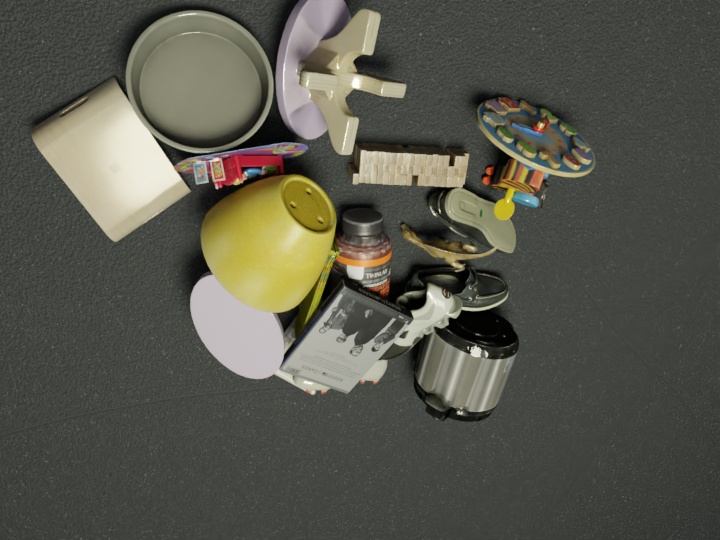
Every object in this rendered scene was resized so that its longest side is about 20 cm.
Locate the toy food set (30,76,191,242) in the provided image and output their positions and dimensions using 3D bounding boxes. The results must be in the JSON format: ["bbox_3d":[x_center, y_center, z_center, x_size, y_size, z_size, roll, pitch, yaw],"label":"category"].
[{"bbox_3d":[-0.369,-0.161,0.887,0.142,0.060,0.202,-34,120,-6],"label":"toy food set"}]

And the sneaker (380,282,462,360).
[{"bbox_3d":[0.080,0.084,1.045,0.088,0.075,0.200,34,124,-23],"label":"sneaker"}]

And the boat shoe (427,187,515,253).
[{"bbox_3d":[0.202,-0.087,1.036,0.198,0.067,0.073,25,72,-33],"label":"boat shoe"}]

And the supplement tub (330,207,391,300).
[{"bbox_3d":[0.000,0.000,1.007,0.105,0.107,0.204,-3,118,-9],"label":"supplement tub"}]

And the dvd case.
[{"bbox_3d":[-0.026,0.118,0.989,0.149,0.025,0.201,25,118,-29],"label":"dvd case"}]

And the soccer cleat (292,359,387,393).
[{"bbox_3d":[-0.036,0.176,1.100,0.197,0.069,0.079,-1,119,-33],"label":"soccer cleat"}]

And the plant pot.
[{"bbox_3d":[-0.116,-0.061,0.877,0.198,0.202,0.141,33,131,-24],"label":"plant pot"}]

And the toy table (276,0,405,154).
[{"bbox_3d":[-0.036,-0.274,0.821,0.182,0.116,0.203,-22,129,-36],"label":"toy table"}]

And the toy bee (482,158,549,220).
[{"bbox_3d":[0.252,-0.143,0.978,0.107,0.133,0.201,20,161,18],"label":"toy bee"}]

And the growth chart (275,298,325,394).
[{"bbox_3d":[-0.091,0.142,1.113,0.143,0.018,0.202,25,110,-22],"label":"growth chart"}]

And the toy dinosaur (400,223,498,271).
[{"bbox_3d":[0.155,-0.031,0.997,0.100,0.198,0.059,13,93,-52],"label":"toy dinosaur"}]

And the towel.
[{"bbox_3d":[-0.076,0.032,0.991,0.018,0.087,0.203,14,118,-14],"label":"towel"}]

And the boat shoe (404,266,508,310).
[{"bbox_3d":[0.181,0.023,1.071,0.195,0.075,0.067,4,138,-4],"label":"boat shoe"}]

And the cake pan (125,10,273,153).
[{"bbox_3d":[-0.221,-0.258,0.820,0.196,0.037,0.205,2,83,-13],"label":"cake pan"}]

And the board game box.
[{"bbox_3d":[-0.171,-0.146,0.868,0.196,0.158,0.040,-10,93,-6],"label":"board game box"}]

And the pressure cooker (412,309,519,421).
[{"bbox_3d":[0.189,0.183,1.098,0.172,0.179,0.204,5,115,-17],"label":"pressure cooker"}]

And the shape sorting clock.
[{"bbox_3d":[0.270,-0.210,0.904,0.196,0.202,0.040,7,129,-15],"label":"shape sorting clock"}]

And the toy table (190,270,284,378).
[{"bbox_3d":[-0.200,0.070,0.989,0.180,0.118,0.203,-16,115,4],"label":"toy table"}]

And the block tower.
[{"bbox_3d":[0.080,-0.174,0.965,0.196,0.054,0.059,-1,117,-11],"label":"block tower"}]
